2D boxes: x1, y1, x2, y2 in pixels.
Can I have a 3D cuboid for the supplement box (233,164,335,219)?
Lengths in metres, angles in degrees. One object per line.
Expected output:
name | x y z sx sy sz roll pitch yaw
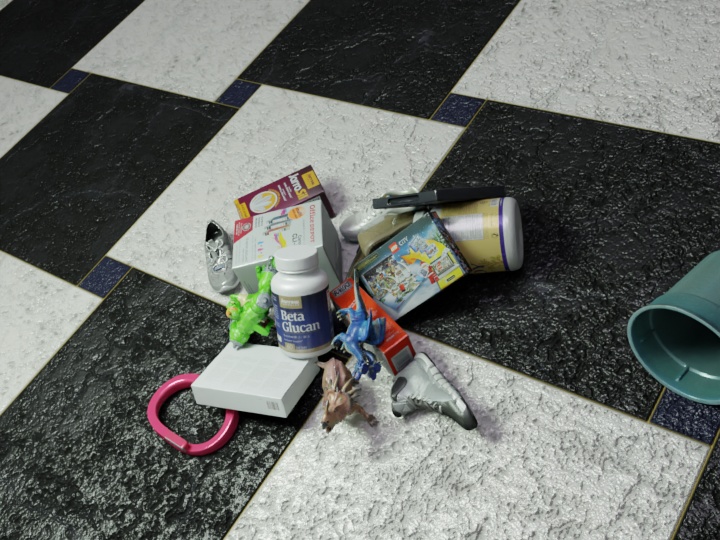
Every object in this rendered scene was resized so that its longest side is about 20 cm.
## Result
supplement box | -0.175 -0.143 1.890 0.200 0.086 0.110 -26 47 -2

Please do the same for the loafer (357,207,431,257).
loafer | 0.078 -0.089 1.727 0.200 0.076 0.067 -24 51 -30

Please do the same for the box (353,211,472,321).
box | 0.098 -0.003 1.594 0.200 0.038 0.137 -36 80 29

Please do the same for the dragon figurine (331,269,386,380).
dragon figurine | 0.008 0.102 1.490 0.099 0.059 0.200 2 70 37

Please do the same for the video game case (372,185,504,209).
video game case | 0.157 -0.146 1.659 0.200 0.026 0.181 -8 4 -40

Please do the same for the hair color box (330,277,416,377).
hair color box | 0.024 0.110 1.589 0.061 0.102 0.200 -37 49 -11

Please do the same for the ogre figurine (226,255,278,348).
ogre figurine | -0.213 0.071 1.650 0.200 0.098 0.120 -34 27 23

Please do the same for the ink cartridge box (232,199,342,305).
ink cartridge box | -0.150 -0.034 1.748 0.200 0.145 0.145 -13 47 9

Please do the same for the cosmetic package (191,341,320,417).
cosmetic package | -0.200 0.207 1.595 0.200 0.052 0.151 4 34 24

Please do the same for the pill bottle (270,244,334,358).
pill bottle | -0.113 0.058 1.585 0.111 0.200 0.111 -5 21 2

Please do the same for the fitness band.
fitness band | -0.329 0.282 1.625 0.200 0.037 0.144 25 61 34

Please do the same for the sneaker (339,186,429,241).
sneaker | 0.045 -0.127 1.796 0.200 0.081 0.077 -19 49 7

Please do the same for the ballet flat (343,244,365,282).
ballet flat | 0.000 0.000 1.728 0.046 0.067 0.200 24 54 -2

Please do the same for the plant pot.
plant pot | 0.579 0.079 1.354 0.200 0.200 0.196 29 58 37

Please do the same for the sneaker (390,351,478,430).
sneaker | 0.118 0.240 1.471 0.115 0.075 0.200 -35 38 -4

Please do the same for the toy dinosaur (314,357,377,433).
toy dinosaur | -0.041 0.212 1.503 0.086 0.136 0.200 -23 46 1

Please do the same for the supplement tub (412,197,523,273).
supplement tub | 0.214 -0.065 1.635 0.200 0.145 0.146 -5 50 18

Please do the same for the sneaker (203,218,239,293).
sneaker | -0.324 -0.032 1.854 0.075 0.082 0.200 -23 47 1
